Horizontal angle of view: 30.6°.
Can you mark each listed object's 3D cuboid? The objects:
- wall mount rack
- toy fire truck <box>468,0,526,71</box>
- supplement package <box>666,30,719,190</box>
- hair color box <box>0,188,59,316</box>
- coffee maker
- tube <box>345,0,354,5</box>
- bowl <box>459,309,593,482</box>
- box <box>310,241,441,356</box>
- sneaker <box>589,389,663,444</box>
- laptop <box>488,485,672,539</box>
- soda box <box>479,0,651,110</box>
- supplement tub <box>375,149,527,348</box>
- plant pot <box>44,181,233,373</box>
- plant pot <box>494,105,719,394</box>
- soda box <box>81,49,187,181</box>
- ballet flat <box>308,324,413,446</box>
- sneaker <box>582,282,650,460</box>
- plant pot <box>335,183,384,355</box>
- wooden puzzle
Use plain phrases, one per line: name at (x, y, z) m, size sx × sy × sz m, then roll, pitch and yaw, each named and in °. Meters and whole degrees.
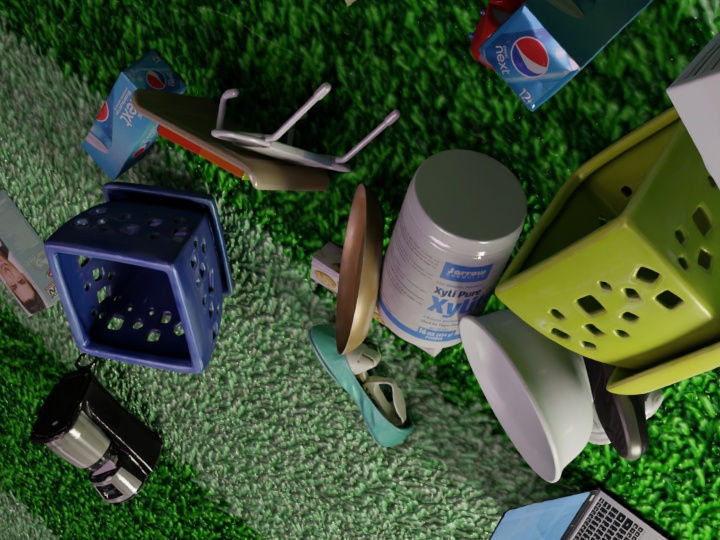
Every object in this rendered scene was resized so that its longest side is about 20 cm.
wall mount rack at (-0.062, -0.161, 1.472) m, size 0.173 × 0.199 × 0.075 m, roll 9°, pitch 89°, yaw 43°
toy fire truck at (0.108, -0.270, 1.184) m, size 0.139 × 0.202 × 0.049 m, roll 16°, pitch 144°, yaw -7°
supplement package at (0.379, -0.139, 1.020) m, size 0.199 × 0.151 × 0.153 m, roll -15°, pitch 114°, yaw 51°
hair color box at (-0.571, -0.028, 2.185) m, size 0.099 × 0.061 × 0.201 m, roll -19°, pitch 110°, yaw 52°
coffee maker at (-0.437, 0.271, 2.263) m, size 0.134 × 0.193 × 0.200 m, roll 9°, pitch 147°, yaw 49°
tube at (0.000, -0.304, 1.312) m, size 0.200 × 0.051 × 0.059 m, roll -159°, pitch 77°, yaw -70°
bowl at (0.193, 0.118, 1.413) m, size 0.202 × 0.090 × 0.201 m, roll 60°, pitch 171°, yaw 16°
box at (0.025, 0.034, 1.647) m, size 0.199 × 0.039 × 0.042 m, roll 33°, pitch 143°, yaw 20°
sneaker at (0.249, 0.138, 1.486) m, size 0.199 × 0.078 × 0.100 m, roll -14°, pitch 110°, yaw 50°
laptop at (0.266, 0.367, 1.649) m, size 0.199 × 0.116 × 0.188 m, roll 36°, pitch 144°, yaw 15°
soda box at (0.182, -0.214, 1.093) m, size 0.068 × 0.200 × 0.064 m, roll 48°, pitch 136°, yaw -1°
supplement tub at (0.095, -0.020, 1.445) m, size 0.131 × 0.132 × 0.201 m, roll 36°, pitch 144°, yaw 14°
plant pot at (-0.283, -0.002, 1.785) m, size 0.198 × 0.181 × 0.202 m, roll 7°, pitch 132°, yaw 18°
plant pot at (0.276, -0.010, 1.220) m, size 0.182 × 0.200 × 0.199 m, roll 46°, pitch 144°, yaw -9°
soda box at (-0.301, -0.202, 1.738) m, size 0.068 × 0.064 × 0.200 m, roll 47°, pitch 144°, yaw 0°
ballet flat at (0.010, 0.144, 1.759) m, size 0.070 × 0.067 × 0.201 m, roll -26°, pitch 105°, yaw 28°
sneaker at (0.285, 0.091, 1.334) m, size 0.113 × 0.201 × 0.077 m, roll -4°, pitch 147°, yaw -5°
plant pot at (0.000, 0.000, 1.542) m, size 0.027 × 0.202 × 0.201 m, roll 7°, pitch 141°, yaw -7°
wooden puzzle at (-0.153, -0.147, 1.553) m, size 0.199 × 0.185 × 0.037 m, roll 34°, pitch 106°, yaw 21°
